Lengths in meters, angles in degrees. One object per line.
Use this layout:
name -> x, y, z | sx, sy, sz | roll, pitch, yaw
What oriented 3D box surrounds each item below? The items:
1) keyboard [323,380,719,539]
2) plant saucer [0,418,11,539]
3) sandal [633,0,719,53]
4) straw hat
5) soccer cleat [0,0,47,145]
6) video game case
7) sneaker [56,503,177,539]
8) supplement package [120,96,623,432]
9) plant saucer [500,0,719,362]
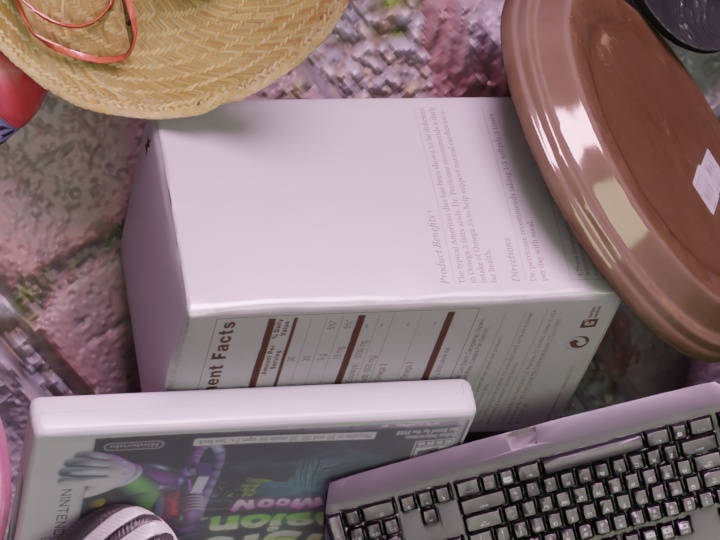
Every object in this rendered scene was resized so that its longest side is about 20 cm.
keyboard -> 0.088, 0.133, 1.092 | 0.200, 0.021, 0.127 | -15, 97, 0
plant saucer -> -0.261, 0.094, 1.102 | 0.200, 0.051, 0.201 | -2, 101, -11
sandal -> 0.160, -0.204, 1.151 | 0.075, 0.048, 0.201 | -5, 94, -21
straw hat -> -0.082, -0.170, 1.040 | 0.201, 0.085, 0.201 | 8, 120, 15
soccer cleat -> -0.225, -0.125, 1.066 | 0.200, 0.067, 0.077 | 35, 95, -22
video game case -> -0.062, 0.112, 1.122 | 0.199, 0.023, 0.182 | -2, 145, -16
sneaker -> -0.144, 0.195, 1.111 | 0.200, 0.075, 0.115 | -36, 148, 7
supplement package -> 0.000, 0.000, 1.105 | 0.199, 0.117, 0.117 | -1, 146, -15
plant saucer -> 0.133, -0.053, 1.119 | 0.029, 0.200, 0.200 | -29, 111, 25
